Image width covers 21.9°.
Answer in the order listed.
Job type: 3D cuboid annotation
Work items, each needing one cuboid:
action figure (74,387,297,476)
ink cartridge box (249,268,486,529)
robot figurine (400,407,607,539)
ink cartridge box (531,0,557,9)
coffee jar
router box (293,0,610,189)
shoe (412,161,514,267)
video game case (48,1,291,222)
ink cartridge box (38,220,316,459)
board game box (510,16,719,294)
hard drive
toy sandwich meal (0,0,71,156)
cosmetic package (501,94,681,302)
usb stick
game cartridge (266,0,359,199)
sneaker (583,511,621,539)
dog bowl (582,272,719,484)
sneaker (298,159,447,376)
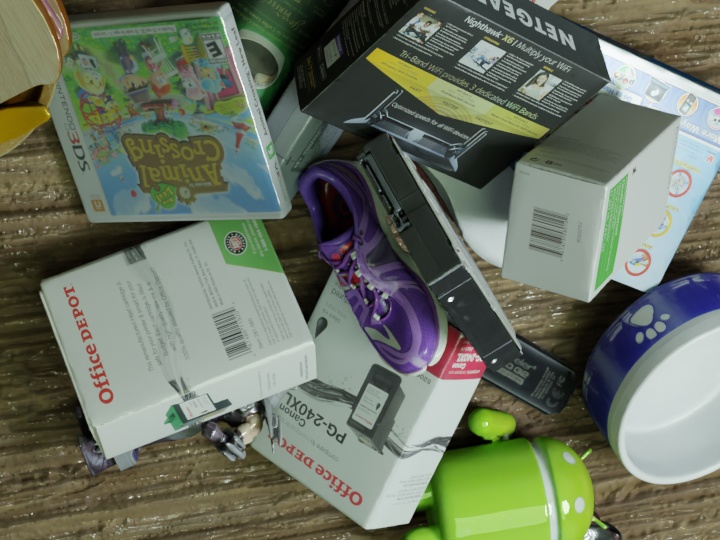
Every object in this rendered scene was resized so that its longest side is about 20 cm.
[{"bbox_3d":[-0.148,0.122,1.629,0.198,0.131,0.070,-18,131,-4],"label":"action figure"},{"bbox_3d":[0.011,0.108,1.653,0.083,0.145,0.201,3,116,-61],"label":"ink cartridge box"},{"bbox_3d":[0.131,0.221,1.759,0.198,0.116,0.177,-8,75,-7],"label":"robot figurine"},{"bbox_3d":[0.092,-0.293,1.519,0.146,0.082,0.202,-43,129,-46],"label":"ink cartridge box"},{"bbox_3d":[-0.085,-0.195,1.532,0.104,0.085,0.201,33,98,-19],"label":"coffee jar"},{"bbox_3d":[0.072,-0.154,1.457,0.199,0.053,0.157,21,135,-37],"label":"router box"},{"bbox_3d":[0.082,-0.092,1.624,0.071,0.091,0.200,-40,112,2],"label":"shoe"},{"bbox_3d":[-0.166,-0.123,1.498,0.198,0.022,0.184,0,121,29],"label":"video game case"},{"bbox_3d":[-0.154,0.051,1.573,0.198,0.147,0.085,-20,156,-9],"label":"ink cartridge box"},{"bbox_3d":[0.225,-0.102,1.697,0.198,0.056,0.197,20,104,-25],"label":"board game box"},{"bbox_3d":[0.066,-0.012,1.502,0.038,0.140,0.200,-31,150,5],"label":"hard drive"},{"bbox_3d":[-0.322,-0.164,1.454,0.203,0.070,0.207,-3,112,-6],"label":"toy sandwich meal"},{"bbox_3d":[0.195,-0.065,1.557,0.084,0.200,0.109,16,118,23],"label":"cosmetic package"},{"bbox_3d":[0.122,0.076,1.750,0.199,0.033,0.056,30,93,-27],"label":"usb stick"},{"bbox_3d":[-0.027,-0.148,1.552,0.040,0.133,0.201,35,98,5],"label":"game cartridge"},{"bbox_3d":[0.221,0.313,1.861,0.115,0.076,0.201,-30,118,-9],"label":"sneaker"},{"bbox_3d":[0.314,0.103,1.771,0.198,0.079,0.202,-16,133,-18],"label":"dog bowl"},{"bbox_3d":[0.000,0.000,1.567,0.080,0.201,0.083,-35,166,25],"label":"sneaker"}]
